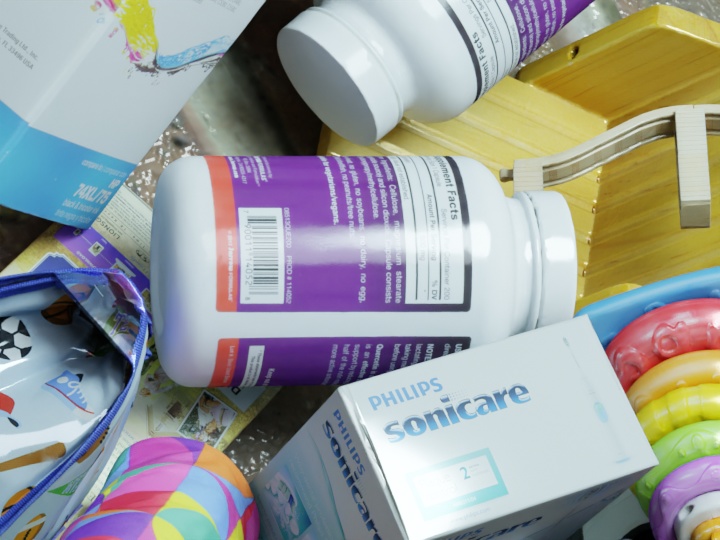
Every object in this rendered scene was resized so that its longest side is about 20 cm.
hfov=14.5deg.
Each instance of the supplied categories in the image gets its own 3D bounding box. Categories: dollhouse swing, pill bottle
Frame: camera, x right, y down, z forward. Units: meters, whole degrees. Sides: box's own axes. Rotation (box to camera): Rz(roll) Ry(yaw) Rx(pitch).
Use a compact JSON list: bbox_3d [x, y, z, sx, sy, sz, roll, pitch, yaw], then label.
[{"bbox_3d":[0.099,-0.060,1.520,0.176,0.182,0.200,34,52,-30],"label":"dollhouse swing"},{"bbox_3d":[0.053,-0.156,1.501,0.200,0.112,0.112,-40,84,-19],"label":"pill bottle"},{"bbox_3d":[0.000,0.000,1.396,0.200,0.112,0.113,0,63,-11],"label":"pill bottle"}]

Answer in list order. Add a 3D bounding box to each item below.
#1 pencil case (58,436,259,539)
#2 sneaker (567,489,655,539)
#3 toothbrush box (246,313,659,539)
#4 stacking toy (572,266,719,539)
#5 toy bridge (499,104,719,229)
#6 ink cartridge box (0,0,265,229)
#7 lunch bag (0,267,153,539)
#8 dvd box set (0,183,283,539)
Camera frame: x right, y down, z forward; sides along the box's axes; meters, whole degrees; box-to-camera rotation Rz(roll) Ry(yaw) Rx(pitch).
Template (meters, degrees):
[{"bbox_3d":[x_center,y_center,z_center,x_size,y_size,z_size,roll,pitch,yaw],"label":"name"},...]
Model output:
[{"bbox_3d":[-0.107,0.140,1.266,0.088,0.088,0.200,41,19,1],"label":"pencil case"},{"bbox_3d":[0.159,0.126,1.482,0.074,0.080,0.200,54,53,-23],"label":"sneaker"},{"bbox_3d":[0.027,0.113,1.362,0.146,0.200,0.085,-14,70,-32],"label":"toothbrush box"},{"bbox_3d":[0.169,0.100,1.352,0.110,0.116,0.200,-15,37,13],"label":"stacking toy"},{"bbox_3d":[0.172,-0.054,1.471,0.200,0.027,0.067,-2,54,5],"label":"toy bridge"},{"bbox_3d":[-0.149,-0.148,1.382,0.147,0.146,0.200,41,97,17],"label":"ink cartridge box"},{"bbox_3d":[-0.179,0.078,1.267,0.200,0.170,0.124,-39,86,-9],"label":"lunch bag"},{"bbox_3d":[-0.137,0.060,1.417,0.146,0.029,0.200,42,53,1],"label":"dvd box set"}]
